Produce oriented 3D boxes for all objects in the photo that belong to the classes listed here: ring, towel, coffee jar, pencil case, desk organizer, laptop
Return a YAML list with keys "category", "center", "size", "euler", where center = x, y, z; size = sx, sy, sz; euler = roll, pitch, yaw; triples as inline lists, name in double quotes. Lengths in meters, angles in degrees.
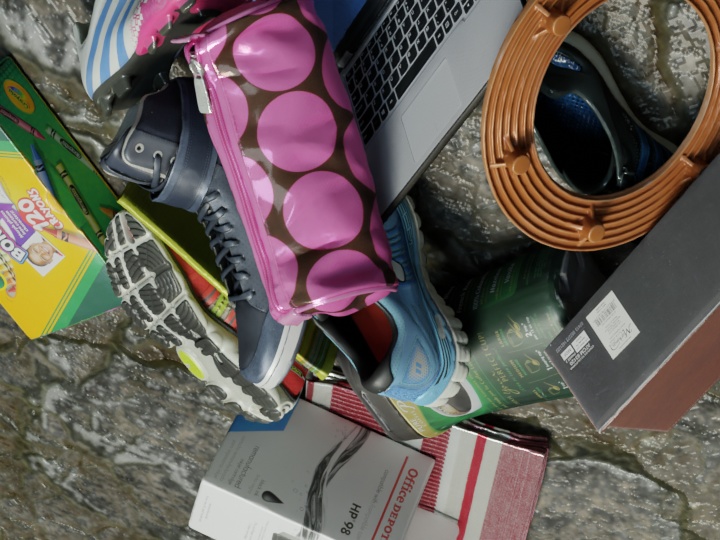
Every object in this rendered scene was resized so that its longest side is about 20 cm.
- category: "ring"
  center: [0.159, -0.101, 0.938]
  size: [0.019, 0.199, 0.202]
  euler: [44, 142, 50]
- category: "towel"
  center: [0.047, 0.157, 1.286]
  size: [0.199, 0.023, 0.145]
  euler: [18, 134, 10]
- category: "towel"
  center: [-0.089, -0.006, 1.163]
  size: [0.200, 0.086, 0.018]
  euler: [42, 114, -14]
- category: "coffee jar"
  center: [0.084, 0.054, 1.141]
  size: [0.199, 0.086, 0.105]
  euler: [-19, 121, 32]
- category: "pencil case"
  center: [-0.046, -0.065, 0.984]
  size: [0.090, 0.093, 0.201]
  euler: [-15, 97, 45]
- category: "desk organizer"
  center: [0.216, 0.012, 1.002]
  size: [0.077, 0.072, 0.200]
  euler: [9, 129, -44]
- category: "laptop"
  center: [-0.011, -0.168, 0.983]
  size: [0.115, 0.201, 0.187]
  euler: [7, 141, -30]

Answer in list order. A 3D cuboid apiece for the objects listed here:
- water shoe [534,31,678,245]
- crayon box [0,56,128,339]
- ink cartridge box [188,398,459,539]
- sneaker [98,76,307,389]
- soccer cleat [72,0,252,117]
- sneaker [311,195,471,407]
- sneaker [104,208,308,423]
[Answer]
- category: "water shoe"
  center: [0.159, -0.060, 1.022]
  size: [0.071, 0.079, 0.200]
  euler: [-30, 112, 37]
- category: "crayon box"
  center: [-0.258, -0.051, 1.211]
  size: [0.118, 0.058, 0.201]
  euler: [-19, 118, 33]
- category: "ink cartridge box"
  center: [-0.018, 0.181, 1.241]
  size: [0.199, 0.116, 0.067]
  euler: [23, 135, 3]
- category: "sneaker"
  center: [-0.104, -0.028, 1.053]
  size: [0.145, 0.204, 0.077]
  euler: [8, 170, -24]
- category: "soccer cleat"
  center: [-0.133, -0.178, 1.038]
  size: [0.200, 0.070, 0.087]
  euler: [-36, 72, 45]
- category: "sneaker"
  center: [0.000, 0.000, 1.082]
  size: [0.078, 0.090, 0.201]
  euler: [-46, 60, 33]
- category: "sneaker"
  center: [-0.113, 0.024, 1.197]
  size: [0.077, 0.085, 0.200]
  euler: [-19, 116, 45]
